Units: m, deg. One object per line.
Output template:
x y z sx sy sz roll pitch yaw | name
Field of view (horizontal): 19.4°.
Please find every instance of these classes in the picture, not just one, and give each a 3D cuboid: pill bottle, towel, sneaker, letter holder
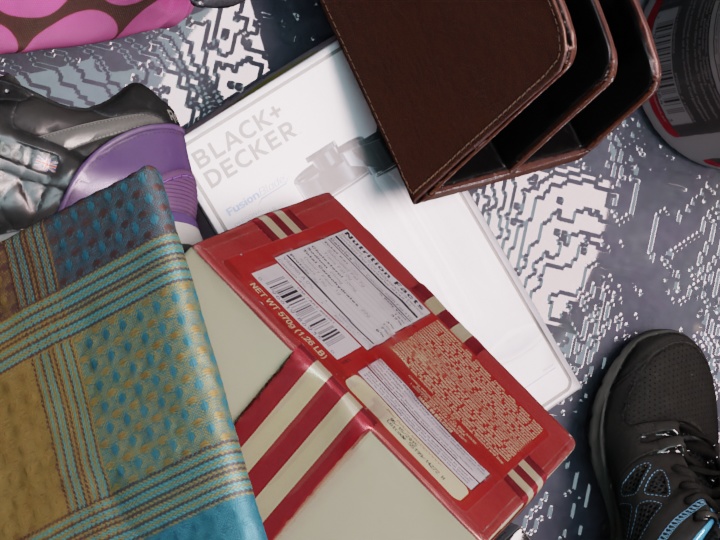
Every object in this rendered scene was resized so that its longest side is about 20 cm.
0.211 -0.104 0.966 0.110 0.200 0.111 0 91 -16 | pill bottle
-0.104 0.080 0.779 0.146 0.022 0.201 -24 72 25 | towel
-0.167 -0.034 0.861 0.199 0.076 0.088 -3 74 -20 | sneaker
0.153 0.116 0.989 0.073 0.082 0.201 22 60 -27 | sneaker
0.052 -0.156 0.915 0.100 0.142 0.201 -16 74 -34 | letter holder

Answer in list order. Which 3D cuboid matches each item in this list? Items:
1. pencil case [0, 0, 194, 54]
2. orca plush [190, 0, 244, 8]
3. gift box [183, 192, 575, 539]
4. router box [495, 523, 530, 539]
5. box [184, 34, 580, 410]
-0.163 -0.136 0.895 0.200 0.091 0.094 -15 116 -39 | pencil case
-0.094 -0.151 0.863 0.200 0.071 0.106 -27 104 -25 | orca plush
-0.052 0.092 0.857 0.185 0.200 0.187 46 111 11 | gift box
0.043 0.241 1.000 0.200 0.052 0.157 -40 100 -11 | router box
0.000 0.000 0.984 0.116 0.060 0.200 -31 97 -13 | box
